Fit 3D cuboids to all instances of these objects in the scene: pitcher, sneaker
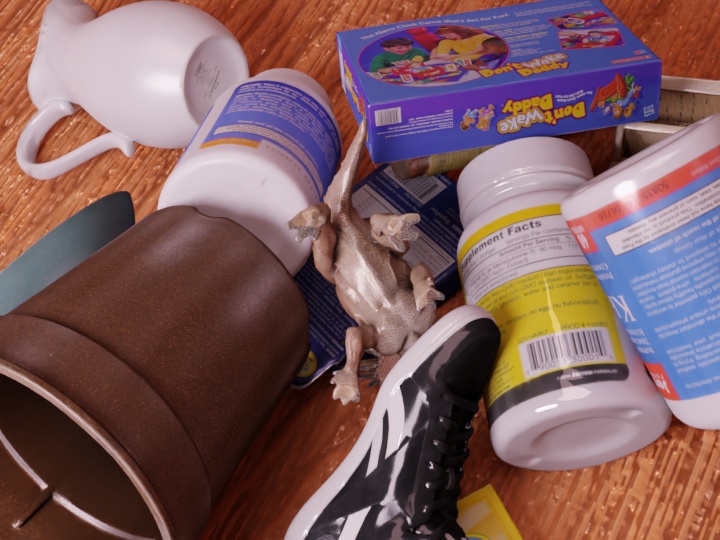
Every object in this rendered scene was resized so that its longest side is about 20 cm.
[{"bbox_3d":[-0.203,-0.148,0.988,0.200,0.121,0.172,13,80,35],"label":"pitcher"},{"bbox_3d":[0.049,0.129,0.688,0.112,0.073,0.200,40,102,35],"label":"sneaker"}]

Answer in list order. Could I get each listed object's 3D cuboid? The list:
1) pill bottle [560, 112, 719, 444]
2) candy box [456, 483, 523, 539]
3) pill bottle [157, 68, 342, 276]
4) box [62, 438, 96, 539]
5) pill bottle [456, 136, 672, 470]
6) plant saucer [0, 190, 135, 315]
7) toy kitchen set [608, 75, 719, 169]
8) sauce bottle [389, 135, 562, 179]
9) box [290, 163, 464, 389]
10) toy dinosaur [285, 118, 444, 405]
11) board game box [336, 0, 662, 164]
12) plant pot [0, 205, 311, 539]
[{"bbox_3d":[0.209,0.021,0.665,0.112,0.112,0.200,-29,90,-7],"label":"pill bottle"},{"bbox_3d":[0.018,0.221,0.714,0.200,0.026,0.102,-27,50,-5],"label":"candy box"},{"bbox_3d":[-0.073,-0.078,0.866,0.112,0.112,0.200,-5,29,12],"label":"pill bottle"},{"bbox_3d":[-0.249,0.175,0.802,0.158,0.048,0.200,-12,54,5],"label":"box"},{"bbox_3d":[0.126,0.019,0.762,0.114,0.114,0.200,-11,59,7],"label":"pill bottle"},{"bbox_3d":[-0.229,0.024,0.839,0.200,0.200,0.036,-43,90,-16],"label":"plant saucer"},{"bbox_3d":[0.242,-0.047,0.764,0.180,0.200,0.164,10,97,21],"label":"toy kitchen set"},{"bbox_3d":[0.116,-0.120,0.890,0.200,0.066,0.066,-13,52,-15],"label":"sauce bottle"},{"bbox_3d":[0.000,0.000,0.869,0.200,0.032,0.121,-37,55,-14],"label":"box"},{"bbox_3d":[0.009,0.009,0.761,0.086,0.136,0.200,-19,90,3],"label":"toy dinosaur"},{"bbox_3d":[0.093,-0.140,0.821,0.200,0.045,0.135,-10,34,-5],"label":"board game box"},{"bbox_3d":[-0.143,0.071,0.729,0.200,0.201,0.198,15,42,23],"label":"plant pot"}]
